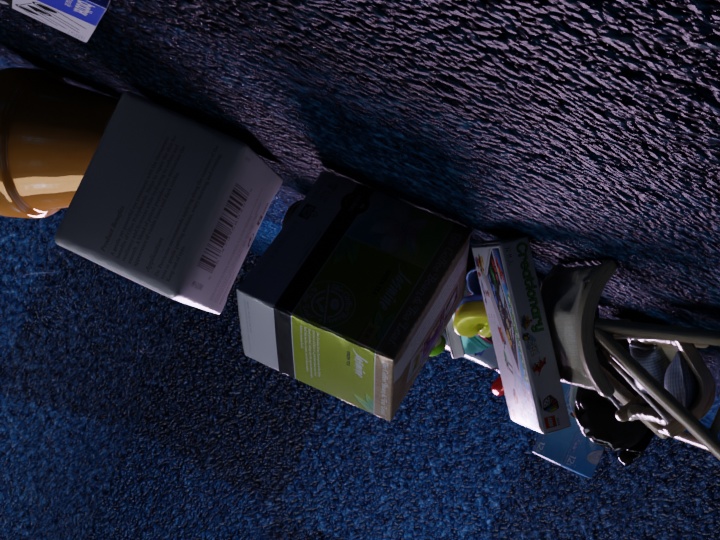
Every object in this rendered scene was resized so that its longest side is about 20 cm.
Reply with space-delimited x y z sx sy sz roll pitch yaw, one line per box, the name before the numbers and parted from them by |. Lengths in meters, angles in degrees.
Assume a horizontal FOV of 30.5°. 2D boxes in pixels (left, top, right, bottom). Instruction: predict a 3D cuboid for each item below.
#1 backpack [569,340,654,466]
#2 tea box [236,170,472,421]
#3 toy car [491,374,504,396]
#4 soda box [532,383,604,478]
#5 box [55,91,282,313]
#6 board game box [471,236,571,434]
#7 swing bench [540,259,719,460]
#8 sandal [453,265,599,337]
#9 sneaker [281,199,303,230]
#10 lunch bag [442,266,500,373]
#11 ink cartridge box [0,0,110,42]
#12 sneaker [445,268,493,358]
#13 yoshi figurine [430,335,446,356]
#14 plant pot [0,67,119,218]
backpack | 0.326 0.131 1.625 0.126 0.167 0.200 30 -171 11
tea box | -0.004 0.026 1.487 0.196 0.200 0.134 23 146 15
toy car | 0.263 0.134 1.941 0.200 0.150 0.175 24 176 2
soda box | 0.316 0.177 1.815 0.064 0.200 0.068 26 176 -30
box | -0.227 -0.076 1.603 0.171 0.199 0.200 24 176 12
board game box | 0.167 0.065 1.391 0.035 0.201 0.126 -13 -178 -8
swing bench | 0.277 0.085 1.338 0.200 0.130 0.199 25 177 -4
sandal | 0.203 0.037 1.603 0.199 0.087 0.079 9 149 -25
sneaker | -0.029 -0.055 1.876 0.087 0.075 0.200 10 -179 31
lunch bag | 0.123 0.044 1.854 0.170 0.124 0.200 26 -169 -20
ink cartridge box | -0.229 -0.216 0.968 0.094 0.044 0.200 24 176 -15
sneaker | 0.158 0.026 1.674 0.200 0.120 0.084 76 -179 -45
yoshi figurine | 0.023 0.079 1.682 0.200 0.113 0.112 -8 170 -27
plant pot | -0.386 -0.164 1.746 0.183 0.201 0.200 6 170 21
